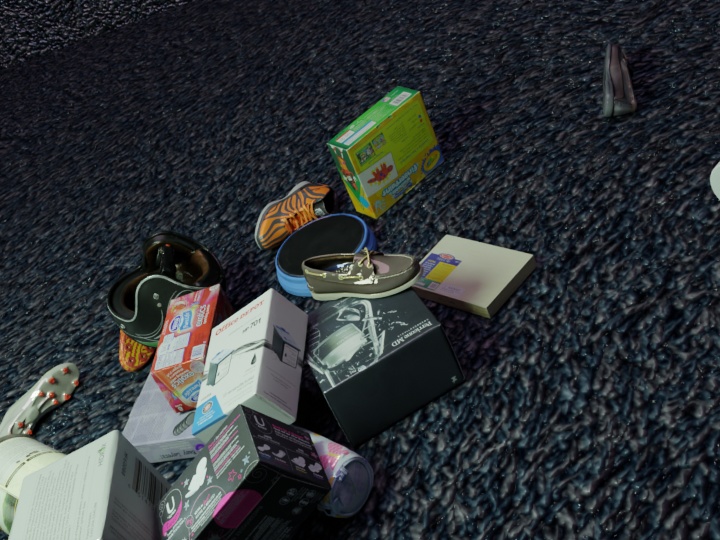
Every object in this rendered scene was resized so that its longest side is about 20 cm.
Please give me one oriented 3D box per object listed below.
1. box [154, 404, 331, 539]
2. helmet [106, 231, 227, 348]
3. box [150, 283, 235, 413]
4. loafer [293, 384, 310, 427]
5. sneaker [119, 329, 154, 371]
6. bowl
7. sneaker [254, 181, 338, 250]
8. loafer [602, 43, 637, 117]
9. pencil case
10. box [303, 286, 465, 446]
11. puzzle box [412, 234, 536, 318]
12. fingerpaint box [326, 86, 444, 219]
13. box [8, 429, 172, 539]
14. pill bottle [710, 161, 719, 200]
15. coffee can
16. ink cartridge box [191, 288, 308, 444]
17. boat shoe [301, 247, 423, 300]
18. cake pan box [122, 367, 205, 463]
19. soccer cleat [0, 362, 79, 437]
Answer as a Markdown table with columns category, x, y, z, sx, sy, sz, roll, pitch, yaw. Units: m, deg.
| category | x | y | z | sx | sy | sz | roll | pitch | yaw |
| --- | --- | --- | --- | --- | --- | --- | --- | --- | --- |
| box | -0.156 | 0.298 | 1.263 | 0.201 | 0.131 | 0.115 | -50 | 37 | 15 |
| helmet | -0.354 | 0.049 | 1.759 | 0.192 | 0.198 | 0.201 | -57 | 19 | 31 |
| box | -0.268 | 0.126 | 1.593 | 0.098 | 0.096 | 0.201 | -17 | 33 | 11 |
| loafer | -0.145 | 0.240 | 1.465 | 0.075 | 0.068 | 0.201 | 2 | 43 | 37 |
| sneaker | -0.429 | 0.121 | 1.847 | 0.077 | 0.072 | 0.202 | -51 | 26 | 34 |
| bowl | -0.068 | -0.034 | 1.804 | 0.198 | 0.040 | 0.202 | -17 | 35 | 12 |
| sneaker | -0.120 | -0.113 | 1.920 | 0.111 | 0.078 | 0.200 | 7 | 46 | 42 |
| loafer | 0.497 | -0.362 | 1.845 | 0.062 | 0.073 | 0.202 | 5 | 47 | 10 |
| pencil case | -0.072 | 0.276 | 1.351 | 0.199 | 0.083 | 0.091 | 16 | 66 | 46 |
| box | 0.021 | 0.124 | 1.458 | 0.198 | 0.125 | 0.197 | -30 | 35 | -5 |
| puzzle box | 0.177 | 0.006 | 1.594 | 0.133 | 0.026 | 0.199 | -45 | 37 | -24 |
| fingerpaint box | 0.051 | -0.231 | 1.876 | 0.200 | 0.168 | 0.073 | -41 | 38 | -20 |
| box | -0.346 | 0.373 | 1.295 | 0.170 | 0.200 | 0.201 | -26 | 33 | 12 |
| pill bottle | 0.620 | -0.182 | 1.450 | 0.200 | 0.121 | 0.119 | -43 | 36 | -23 |
| coffee can | -0.498 | 0.349 | 1.494 | 0.198 | 0.148 | 0.147 | 9 | 47 | 42 |
| ink cartridge box | -0.159 | 0.150 | 1.410 | 0.146 | 0.086 | 0.202 | -34 | 36 | 31 |
| boat shoe | 0.000 | 0.000 | 1.474 | 0.197 | 0.060 | 0.072 | -6 | 36 | 30 |
| cake pan box | -0.295 | 0.227 | 1.607 | 0.181 | 0.053 | 0.201 | -11 | 37 | 20 |
| soccer cleat | -0.605 | 0.247 | 1.786 | 0.077 | 0.070 | 0.201 | 4 | 47 | 43 |
